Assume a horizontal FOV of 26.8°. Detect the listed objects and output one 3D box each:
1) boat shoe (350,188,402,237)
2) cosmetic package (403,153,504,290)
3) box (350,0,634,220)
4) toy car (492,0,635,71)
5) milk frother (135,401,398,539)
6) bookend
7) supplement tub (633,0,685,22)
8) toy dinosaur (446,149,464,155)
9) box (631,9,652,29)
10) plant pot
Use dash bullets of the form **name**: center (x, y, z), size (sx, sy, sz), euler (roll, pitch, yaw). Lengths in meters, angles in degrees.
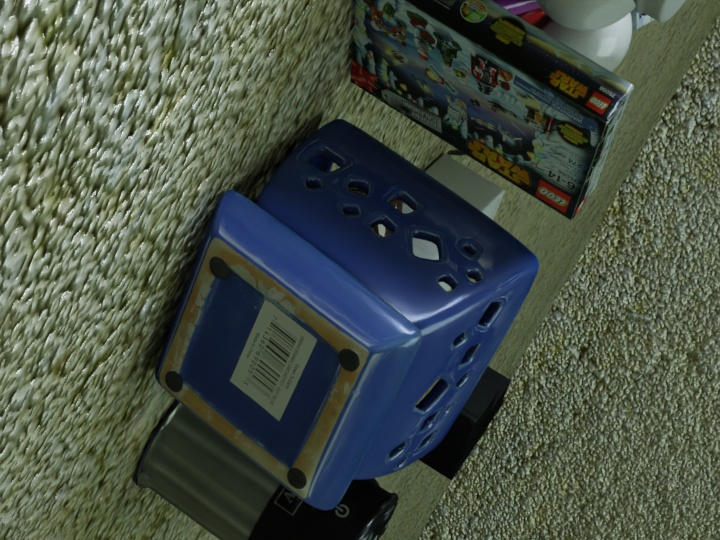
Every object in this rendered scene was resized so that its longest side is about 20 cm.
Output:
- **boat shoe**: center (0.000, 0.000, 1.356), size (0.070, 0.070, 0.201), euler (-43, 161, -37)
- **cosmetic package**: center (0.058, -0.020, 1.515), size (0.200, 0.081, 0.113), euler (-42, 159, -49)
- **box**: center (0.085, -0.130, 1.056), size (0.040, 0.199, 0.137), euler (-52, 166, -21)
- **toy car**: center (0.112, -0.228, 1.099), size (0.149, 0.176, 0.200), euler (-18, 162, -4)
- **milk frother**: center (-0.072, 0.196, 1.283), size (0.180, 0.187, 0.201), euler (-43, 161, -47)
- **bookend**: center (0.186, 0.222, 2.614), size (0.199, 0.092, 0.201), euler (-51, 165, -34)
- **supplement tub**: center (0.133, -0.256, 0.932), size (0.141, 0.199, 0.141), euler (-53, 167, -18)
- **toy dinosaur**: center (0.164, -0.186, 1.513), size (0.199, 0.103, 0.077), euler (-25, -152, 26)
- **box**: center (0.234, -0.317, 1.309), size (0.137, 0.040, 0.202), euler (-32, 120, -60)
- **plant pot**: center (-0.022, 0.038, 1.085), size (0.179, 0.199, 0.201), euler (-31, 152, -52)
